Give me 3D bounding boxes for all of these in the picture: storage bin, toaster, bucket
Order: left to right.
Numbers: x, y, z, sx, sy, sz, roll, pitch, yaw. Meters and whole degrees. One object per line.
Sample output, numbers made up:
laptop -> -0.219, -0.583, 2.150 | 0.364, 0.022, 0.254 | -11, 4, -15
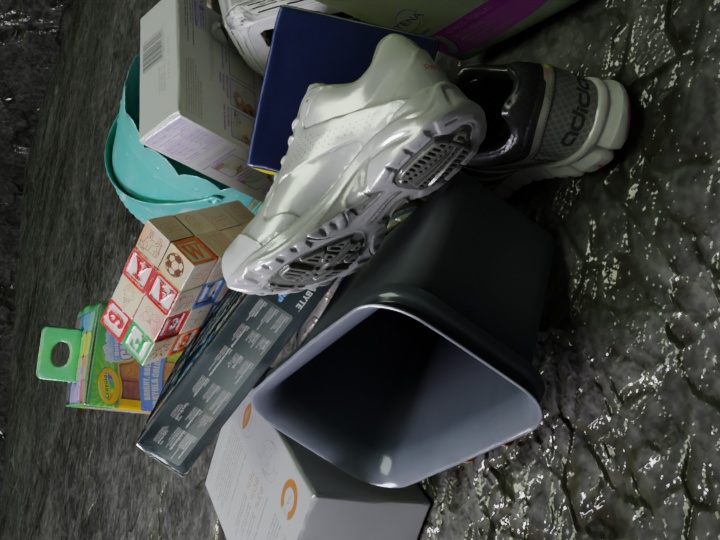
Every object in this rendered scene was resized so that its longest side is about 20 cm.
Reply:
bucket -> -0.170, -0.138, 1.028 | 0.135, 0.207, 0.208 | 128, 143, -51
toaster -> -0.037, -0.255, 0.846 | 0.114, 0.200, 0.129 | 62, -161, -65
storage bin -> 0.044, 0.041, 0.619 | 0.200, 0.145, 0.134 | -41, 19, 53

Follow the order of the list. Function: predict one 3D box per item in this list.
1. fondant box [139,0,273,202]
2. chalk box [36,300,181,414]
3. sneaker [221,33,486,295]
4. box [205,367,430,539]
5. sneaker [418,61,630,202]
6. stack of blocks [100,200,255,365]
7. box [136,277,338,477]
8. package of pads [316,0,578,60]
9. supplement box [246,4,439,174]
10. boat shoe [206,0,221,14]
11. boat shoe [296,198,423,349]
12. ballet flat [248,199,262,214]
fondant box -> -0.110, -0.149, 0.893 | 0.058, 0.200, 0.145 | -28, 55, 34
chalk box -> -0.283, 0.109, 1.154 | 0.124, 0.200, 0.125 | -15, 68, 61
sneaker -> -0.017, -0.063, 0.590 | 0.200, 0.078, 0.099 | -39, 62, 23
box -> -0.043, 0.178, 0.766 | 0.200, 0.097, 0.125 | 47, 122, 59
sneaker -> 0.077, -0.089, 0.619 | 0.200, 0.087, 0.074 | -12, 63, 61
stack of blocks -> -0.122, 0.000, 0.858 | 0.059, 0.200, 0.115 | 42, 120, 18
box -> -0.087, 0.040, 0.743 | 0.200, 0.046, 0.159 | -52, 10, 13
package of pads -> 0.034, -0.216, 0.630 | 0.154, 0.200, 0.068 | -10, 66, 63
supplement box -> -0.013, -0.116, 0.716 | 0.200, 0.109, 0.109 | -104, 26, -85
boat shoe -> -0.177, -0.273, 1.232 | 0.072, 0.076, 0.200 | 132, 149, -53
boat shoe -> 0.000, 0.000, 0.771 | 0.200, 0.072, 0.072 | -49, 31, 40
ballet flat -> -0.106, 0.000, 1.011 | 0.072, 0.068, 0.200 | -99, 22, -73
